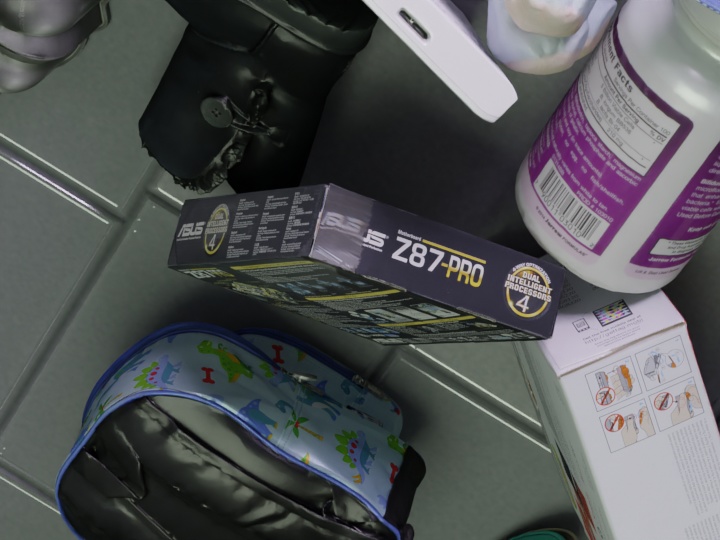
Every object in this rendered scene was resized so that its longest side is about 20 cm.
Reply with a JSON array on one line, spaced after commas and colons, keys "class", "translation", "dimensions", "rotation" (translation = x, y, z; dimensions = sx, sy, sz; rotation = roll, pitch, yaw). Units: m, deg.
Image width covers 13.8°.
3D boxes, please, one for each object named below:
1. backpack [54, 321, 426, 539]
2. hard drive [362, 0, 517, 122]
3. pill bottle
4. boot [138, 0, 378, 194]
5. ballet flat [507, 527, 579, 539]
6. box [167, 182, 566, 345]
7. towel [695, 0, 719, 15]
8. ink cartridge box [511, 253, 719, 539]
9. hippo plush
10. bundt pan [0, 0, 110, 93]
[{"class": "backpack", "translation": [-0.081, 0.127, 1.865], "dimensions": [0.199, 0.147, 0.183], "rotation": [34, 125, -13]}, {"class": "hard drive", "translation": [0.020, -0.151, 1.606], "dimensions": [0.027, 0.200, 0.132], "rotation": [-44, 104, 7]}, {"class": "pill bottle", "translation": [0.175, -0.091, 1.644], "dimensions": [0.112, 0.112, 0.200], "rotation": [30, 129, -4]}, {"class": "boot", "translation": [-0.101, -0.134, 1.729], "dimensions": [0.199, 0.077, 0.168], "rotation": [31, 131, 0]}, {"class": "ballet flat", "translation": [0.083, 0.226, 1.943], "dimensions": [0.199, 0.070, 0.070], "rotation": [-29, 111, 35]}, {"class": "box", "translation": [0.000, 0.000, 1.714], "dimensions": [0.160, 0.049, 0.200], "rotation": [17, 171, -25]}, {"class": "towel", "translation": [0.261, -0.201, 1.518], "dimensions": [0.144, 0.024, 0.201], "rotation": [29, 94, 5]}, {"class": "ink cartridge box", "translation": [0.155, 0.086, 1.777], "dimensions": [0.083, 0.176, 0.201], "rotation": [-23, 120, -3]}, {"class": "hippo plush", "translation": [0.072, -0.208, 1.564], "dimensions": [0.160, 0.160, 0.200], "rotation": [28, 145, 10]}, {"class": "bundt pan", "translation": [-0.244, -0.180, 1.747], "dimensions": [0.200, 0.076, 0.203], "rotation": [9, 127, 12]}]
